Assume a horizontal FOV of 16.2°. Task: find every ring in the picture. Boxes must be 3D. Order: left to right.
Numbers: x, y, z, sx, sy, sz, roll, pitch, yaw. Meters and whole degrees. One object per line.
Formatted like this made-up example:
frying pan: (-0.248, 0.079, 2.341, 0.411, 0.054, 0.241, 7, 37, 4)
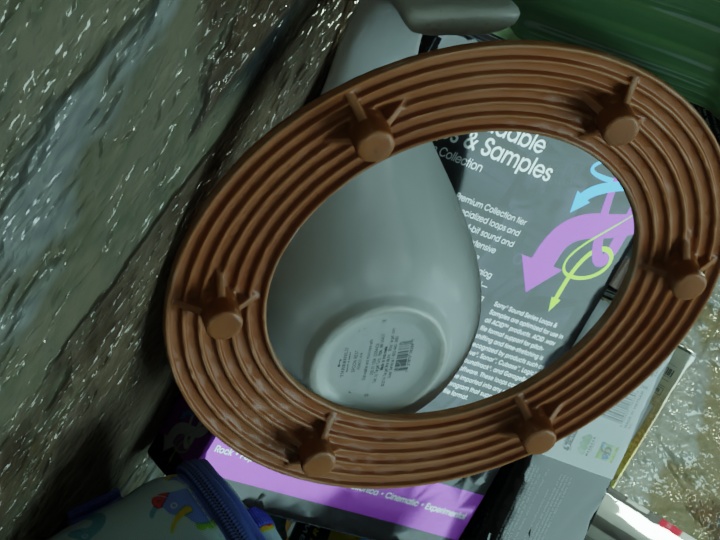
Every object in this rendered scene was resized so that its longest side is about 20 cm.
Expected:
ring: (0.033, 0.007, 0.852, 0.019, 0.200, 0.200, -111, -144, -45)

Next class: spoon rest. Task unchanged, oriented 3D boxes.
spoon rest: (0.007, -0.021, 0.877, 0.061, 0.099, 0.200, -117, -148, -45)

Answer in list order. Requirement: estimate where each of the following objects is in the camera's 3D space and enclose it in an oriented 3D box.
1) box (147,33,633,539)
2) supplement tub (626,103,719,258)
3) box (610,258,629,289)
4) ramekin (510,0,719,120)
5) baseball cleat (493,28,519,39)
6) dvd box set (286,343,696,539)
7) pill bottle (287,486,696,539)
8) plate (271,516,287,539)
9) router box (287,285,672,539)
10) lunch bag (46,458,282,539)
box: (0.025, 0.007, 0.959, 0.143, 0.036, 0.200, 20, 106, -41)
supplement tub: (0.161, -0.070, 1.101, 0.200, 0.123, 0.123, -14, -145, 57)
box: (0.114, -0.058, 1.257, 0.200, 0.100, 0.075, -53, 169, -35)
ramekin: (0.117, -0.153, 0.851, 0.200, 0.098, 0.200, 16, 90, -84)
baseball cleat: (0.085, -0.100, 1.041, 0.200, 0.070, 0.106, -37, 142, -39)
dvd box set: (0.058, 0.090, 1.296, 0.200, 0.146, 0.029, -60, -172, 4)
pill bottle: (0.053, 0.126, 1.210, 0.111, 0.200, 0.111, -56, 170, -15)
plate: (-0.082, 0.161, 1.099, 0.200, 0.026, 0.200, -52, 173, -9)
router box: (0.043, 0.085, 1.081, 0.200, 0.051, 0.149, -65, -152, 6)
lunch bag: (-0.049, 0.159, 0.905, 0.082, 0.161, 0.200, -30, 163, -15)
